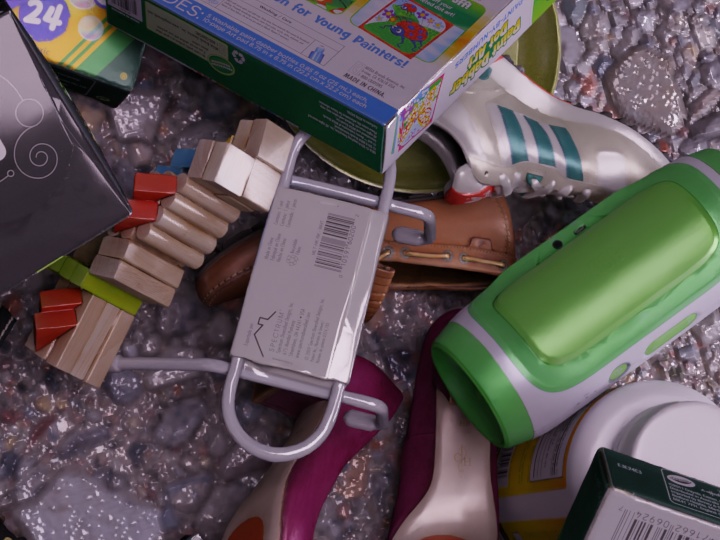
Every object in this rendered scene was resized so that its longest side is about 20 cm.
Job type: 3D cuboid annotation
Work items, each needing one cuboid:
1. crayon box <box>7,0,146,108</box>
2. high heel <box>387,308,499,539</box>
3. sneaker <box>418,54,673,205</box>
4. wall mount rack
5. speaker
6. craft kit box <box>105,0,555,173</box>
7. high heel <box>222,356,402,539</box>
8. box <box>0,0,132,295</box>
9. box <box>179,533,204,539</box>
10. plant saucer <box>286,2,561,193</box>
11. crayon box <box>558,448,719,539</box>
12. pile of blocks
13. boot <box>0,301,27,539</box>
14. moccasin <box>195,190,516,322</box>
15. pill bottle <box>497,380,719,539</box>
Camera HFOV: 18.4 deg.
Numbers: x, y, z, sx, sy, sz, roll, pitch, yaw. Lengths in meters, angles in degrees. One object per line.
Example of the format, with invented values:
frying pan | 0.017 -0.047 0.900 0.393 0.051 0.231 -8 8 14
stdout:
crayon box | -0.171 -0.214 1.323 0.125 0.052 0.201 18 77 -13
high heel | 0.052 0.125 1.349 0.067 0.096 0.201 14 99 -8
sneaker | 0.096 -0.064 1.330 0.199 0.070 0.094 32 70 -1
wall mount rack | -0.055 0.010 1.245 0.173 0.075 0.201 14 73 4
speaker | 0.139 0.015 1.260 0.200 0.088 0.089 -35 92 -12
craft kit box | -0.011 -0.168 1.282 0.199 0.049 0.198 30 57 21
high heel | -0.022 0.137 1.279 0.096 0.067 0.201 24 63 -29
box | -0.219 -0.057 1.182 0.148 0.200 0.125 -31 104 -4
box | -0.083 0.272 1.281 0.137 0.040 0.200 -41 94 -17
plant saucer | 0.027 -0.144 1.382 0.199 0.031 0.201 2 82 -16
crayon box | 0.148 0.207 1.176 0.125 0.052 0.201 19 110 -8
pile of blocks | -0.128 -0.024 1.236 0.200 0.082 0.062 -45 137 13
boot | -0.214 0.132 1.250 0.153 0.073 0.204 35 75 -12
moccasin | -0.001 0.000 1.334 0.200 0.074 0.078 -7 76 -25
pill bottle | 0.153 0.123 1.290 0.109 0.200 0.110 2 81 -16
